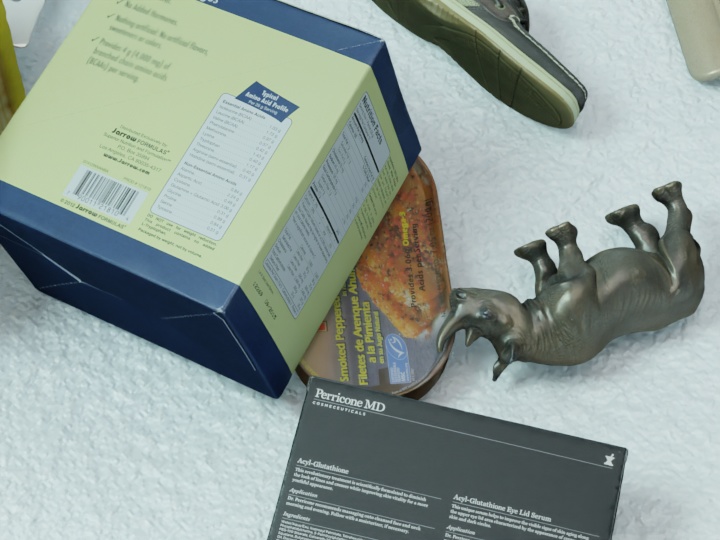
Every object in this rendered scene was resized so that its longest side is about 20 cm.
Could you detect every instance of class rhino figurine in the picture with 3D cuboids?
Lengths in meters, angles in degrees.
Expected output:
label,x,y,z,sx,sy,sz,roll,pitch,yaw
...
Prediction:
label,x,y,z,sx,sy,sz,roll,pitch,yaw
rhino figurine,0.138,0.015,1.199,0.200,0.060,0.088,-21,81,-19

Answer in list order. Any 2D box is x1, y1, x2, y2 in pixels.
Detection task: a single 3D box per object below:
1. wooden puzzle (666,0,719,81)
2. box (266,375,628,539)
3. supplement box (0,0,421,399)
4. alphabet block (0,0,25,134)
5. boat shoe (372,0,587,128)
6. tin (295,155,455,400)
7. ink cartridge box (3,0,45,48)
label,x,y,z,sx,sy,sz,roll,pitch,yaw
wooden puzzle,0.317,-0.228,1.356,0.199,0.037,0.185,-11,64,-2
box,0.049,0.160,1.122,0.199,0.079,0.141,13,66,5
supplement box,-0.100,-0.064,1.168,0.200,0.134,0.200,23,71,22
alphabet block,-0.338,-0.088,1.168,0.199,0.197,0.196,10,65,3
boat shoe,0.086,-0.178,1.299,0.201,0.072,0.066,38,73,21
tin,0.000,0.000,1.224,0.112,0.042,0.200,-2,63,-8
ink cartridge box,-0.307,-0.203,1.297,0.199,0.067,0.117,13,63,6
